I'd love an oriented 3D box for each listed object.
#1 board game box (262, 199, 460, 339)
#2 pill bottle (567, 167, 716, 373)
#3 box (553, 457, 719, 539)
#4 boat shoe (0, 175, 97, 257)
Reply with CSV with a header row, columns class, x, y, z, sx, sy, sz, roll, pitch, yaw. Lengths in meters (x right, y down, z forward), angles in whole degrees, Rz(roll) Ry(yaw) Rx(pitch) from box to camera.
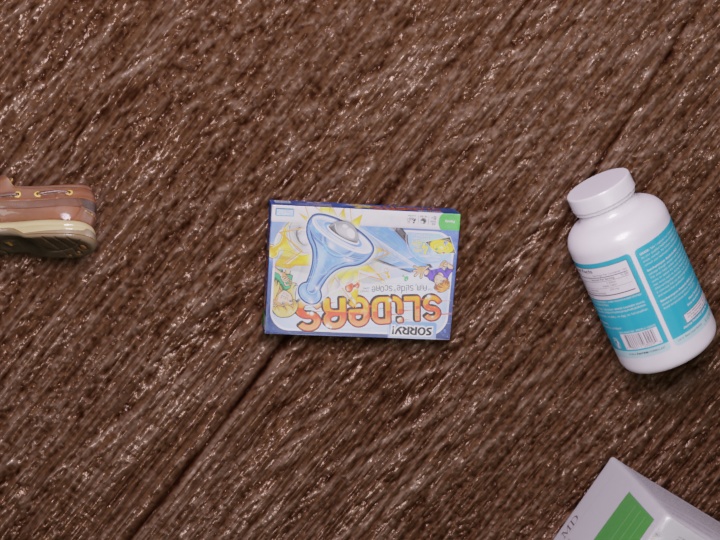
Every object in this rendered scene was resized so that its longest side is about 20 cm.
class,x,y,z,sx,sy,sz,roll,pitch,yaw
board game box,0.000,0.000,1.295,0.197,0.034,0.137,2,102,-9
pill bottle,0.286,-0.002,1.299,0.110,0.111,0.202,-27,105,-2
box,0.320,0.354,1.352,0.199,0.171,0.200,33,96,-13
boat shoe,-0.355,-0.056,1.220,0.197,0.072,0.068,3,69,-1
